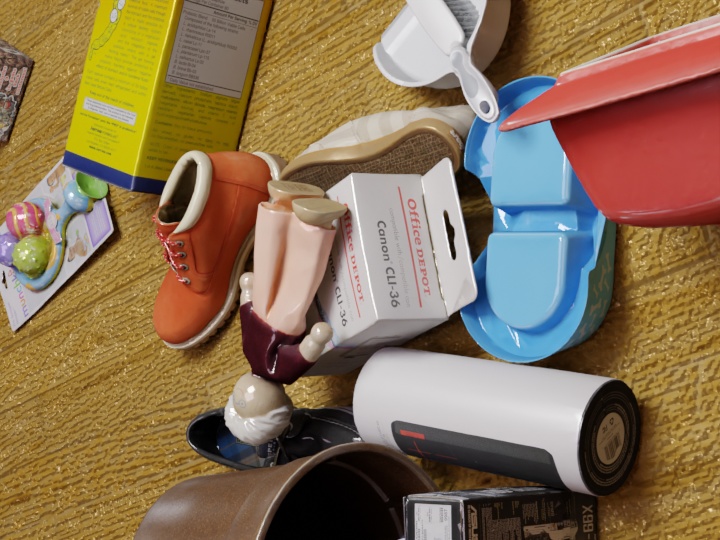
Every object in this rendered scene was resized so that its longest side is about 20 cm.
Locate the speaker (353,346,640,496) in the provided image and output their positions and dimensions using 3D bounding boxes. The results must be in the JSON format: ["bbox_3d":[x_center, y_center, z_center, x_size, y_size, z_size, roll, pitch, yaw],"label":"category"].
[{"bbox_3d":[0.092,0.103,0.969,0.200,0.081,0.081,6,90,41],"label":"speaker"}]

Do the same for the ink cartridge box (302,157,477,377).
[{"bbox_3d":[0.000,0.000,1.036,0.200,0.067,0.117,-33,63,53],"label":"ink cartridge box"}]

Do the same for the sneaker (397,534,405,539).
[{"bbox_3d":[0.085,0.257,0.977,0.070,0.108,0.200,-7,111,39],"label":"sneaker"}]

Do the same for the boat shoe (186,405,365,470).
[{"bbox_3d":[-0.064,0.138,1.113,0.200,0.066,0.070,5,89,42],"label":"boat shoe"}]

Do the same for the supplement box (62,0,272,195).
[{"bbox_3d":[-0.171,-0.171,1.211,0.109,0.109,0.200,21,99,41],"label":"supplement box"}]

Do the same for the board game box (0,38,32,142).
[{"bbox_3d":[-0.477,-0.219,1.428,0.159,0.200,0.097,33,107,38],"label":"board game box"}]

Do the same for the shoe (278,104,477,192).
[{"bbox_3d":[0.015,-0.087,1.080,0.200,0.070,0.053,-13,34,44],"label":"shoe"}]

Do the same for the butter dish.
[{"bbox_3d":[0.221,-0.077,0.827,0.200,0.199,0.148,-13,100,41],"label":"butter dish"}]

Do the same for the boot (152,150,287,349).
[{"bbox_3d":[-0.148,-0.019,1.179,0.075,0.107,0.200,42,114,34],"label":"boot"}]

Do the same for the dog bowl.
[{"bbox_3d":[0.130,-0.034,0.970,0.111,0.050,0.200,1,86,42],"label":"dog bowl"}]

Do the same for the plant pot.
[{"bbox_3d":[-0.062,0.232,1.030,0.198,0.200,0.201,-10,79,48],"label":"plant pot"}]

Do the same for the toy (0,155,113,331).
[{"bbox_3d":[-0.328,-0.037,1.379,0.200,0.047,0.115,-37,61,33],"label":"toy"}]

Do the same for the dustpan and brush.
[{"bbox_3d":[0.071,-0.169,1.009,0.140,0.057,0.200,-50,48,26],"label":"dustpan and brush"}]

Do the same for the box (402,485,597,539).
[{"bbox_3d":[0.098,0.244,0.898,0.050,0.158,0.200,-7,82,41],"label":"box"}]

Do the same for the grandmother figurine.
[{"bbox_3d":[-0.064,0.036,1.024,0.121,0.060,0.200,-135,54,-60],"label":"grandmother figurine"}]
